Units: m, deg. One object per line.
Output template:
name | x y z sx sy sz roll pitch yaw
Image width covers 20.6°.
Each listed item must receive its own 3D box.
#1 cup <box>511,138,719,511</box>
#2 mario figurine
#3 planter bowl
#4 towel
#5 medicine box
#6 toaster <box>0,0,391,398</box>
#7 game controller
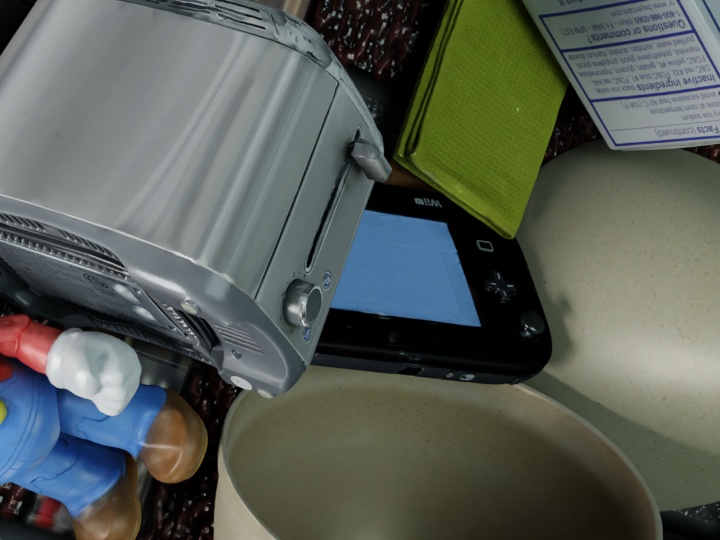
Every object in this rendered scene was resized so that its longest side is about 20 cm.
cup | 0.173 0.036 1.002 0.200 0.143 0.201 -4 98 -33
mario figurine | -0.162 0.071 0.806 0.200 0.106 0.124 22 85 -35
planter bowl | 0.023 0.146 0.901 0.200 0.200 0.135 -7 126 -33
towel | 0.080 -0.123 0.978 0.086 0.018 0.200 32 68 -31
medicine box | 0.158 -0.192 0.969 0.182 0.103 0.200 -49 119 -30
toaster | -0.086 -0.041 0.811 0.129 0.200 0.114 -63 149 -19
game controller | 0.000 0.000 0.919 0.200 0.042 0.105 8 58 -33
